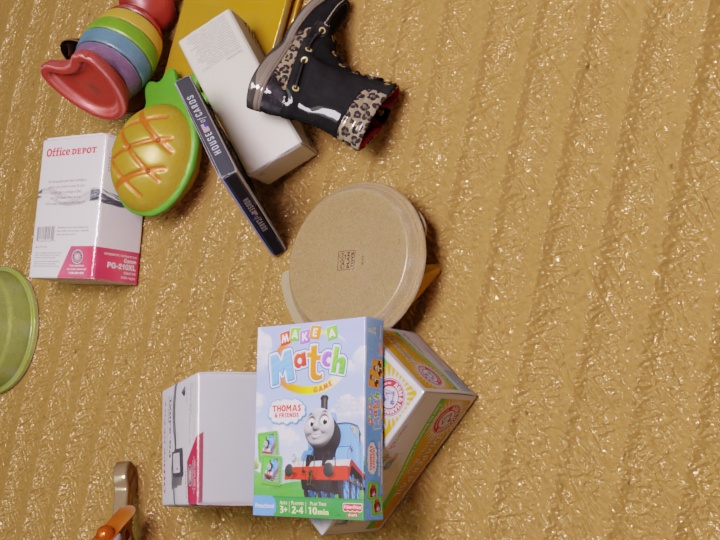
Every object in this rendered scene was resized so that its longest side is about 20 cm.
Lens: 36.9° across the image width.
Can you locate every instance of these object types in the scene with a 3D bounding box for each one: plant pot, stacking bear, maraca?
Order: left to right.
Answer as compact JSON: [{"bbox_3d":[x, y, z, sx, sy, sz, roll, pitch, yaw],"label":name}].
[{"bbox_3d":[-0.617,0.081,1.604,0.200,0.184,0.201,-8,77,37],"label":"plant pot"},{"bbox_3d":[-0.320,-0.313,1.464,0.121,0.114,0.200,-4,50,42],"label":"stacking bear"},{"bbox_3d":[-0.263,-0.168,1.422,0.137,0.107,0.200,17,88,30],"label":"maraca"}]

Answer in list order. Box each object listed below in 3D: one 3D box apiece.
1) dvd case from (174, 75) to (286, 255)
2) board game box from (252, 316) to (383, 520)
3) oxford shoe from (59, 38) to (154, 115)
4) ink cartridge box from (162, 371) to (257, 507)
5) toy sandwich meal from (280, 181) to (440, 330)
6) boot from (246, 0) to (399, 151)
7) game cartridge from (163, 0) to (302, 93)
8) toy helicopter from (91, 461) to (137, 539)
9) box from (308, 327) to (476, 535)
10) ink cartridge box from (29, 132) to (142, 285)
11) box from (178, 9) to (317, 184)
[{"bbox_3d":[-0.152,-0.119,1.278,0.025,0.200,0.150,-28,63,-1],"label":"dvd case"},{"bbox_3d":[-0.044,0.153,1.114,0.151,0.037,0.200,-8,76,38],"label":"board game box"},{"bbox_3d":[-0.367,-0.278,1.544,0.200,0.071,0.071,34,101,35],"label":"oxford shoe"},{"bbox_3d":[-0.172,0.200,1.247,0.200,0.083,0.145,150,120,-65],"label":"ink cartridge box"},{"bbox_3d":[0.000,0.000,1.220,0.205,0.070,0.205,-9,73,33],"label":"toy sandwich meal"},{"bbox_3d":[-0.024,-0.233,1.260,0.151,0.073,0.200,27,56,10],"label":"boot"},{"bbox_3d":[-0.172,-0.303,1.425,0.200,0.032,0.176,19,95,40],"label":"game cartridge"},{"bbox_3d":[-0.309,0.334,1.372,0.079,0.132,0.200,-9,56,7],"label":"toy helicopter"},{"bbox_3d":[0.011,0.172,1.155,0.112,0.101,0.200,44,109,34],"label":"box"},{"bbox_3d":[-0.380,-0.083,1.511,0.145,0.084,0.200,1,84,38],"label":"ink cartridge box"},{"bbox_3d":[-0.137,-0.212,1.320,0.082,0.068,0.200,-29,78,11],"label":"box"}]
